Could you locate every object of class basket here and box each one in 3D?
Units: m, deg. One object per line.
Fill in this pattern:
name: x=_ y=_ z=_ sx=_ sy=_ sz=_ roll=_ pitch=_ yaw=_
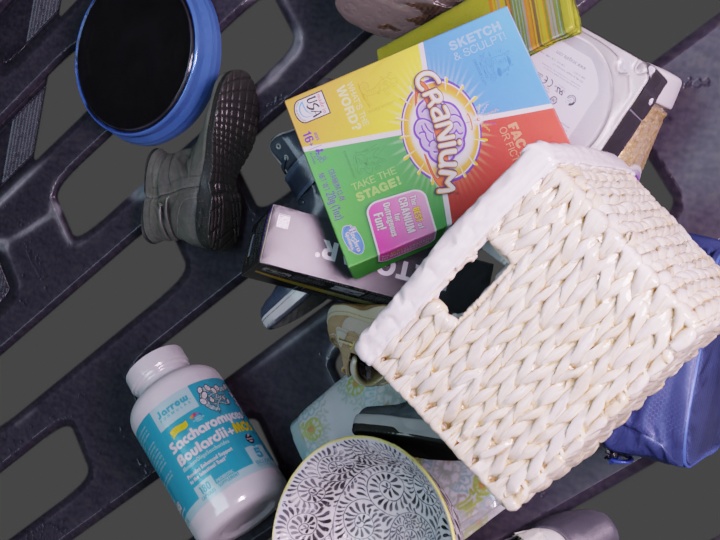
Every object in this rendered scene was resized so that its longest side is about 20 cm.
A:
basket: x=0.141 y=0.035 z=0.800 sx=0.161 sy=0.199 sz=0.199 roll=48 pitch=113 yaw=16

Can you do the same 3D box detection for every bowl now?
bowl: x=0.023 y=0.251 z=1.017 sx=0.199 sy=0.094 sz=0.204 roll=-7 pitch=78 yaw=35
bowl: x=-0.247 y=-0.245 z=1.288 sx=0.198 sy=0.039 sz=0.204 roll=-1 pitch=88 yaw=31

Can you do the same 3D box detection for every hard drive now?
hard drive: x=0.147 y=-0.111 z=0.960 sx=0.140 sy=0.038 sz=0.201 roll=41 pitch=103 yaw=35

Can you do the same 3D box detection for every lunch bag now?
lunch bag: x=0.232 y=0.065 z=0.933 sx=0.131 sy=0.135 sz=0.203 roll=12 pitch=96 yaw=31

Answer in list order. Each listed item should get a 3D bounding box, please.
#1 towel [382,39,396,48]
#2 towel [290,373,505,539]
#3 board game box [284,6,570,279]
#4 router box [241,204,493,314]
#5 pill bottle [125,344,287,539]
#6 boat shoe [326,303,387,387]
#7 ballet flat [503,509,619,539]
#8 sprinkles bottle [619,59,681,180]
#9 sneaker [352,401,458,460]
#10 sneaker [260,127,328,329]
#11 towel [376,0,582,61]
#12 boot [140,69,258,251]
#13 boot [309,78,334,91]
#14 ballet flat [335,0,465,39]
towel: x=0.106 y=-0.153 z=1.083 sx=0.151 sy=0.023 sz=0.203 roll=-23 pitch=75 yaw=27
towel: x=0.036 y=0.185 z=1.101 sx=0.171 sy=0.048 sz=0.201 roll=-40 pitch=69 yaw=21
board game box: x=0.057 y=-0.103 z=0.911 sx=0.198 sy=0.040 sz=0.155 roll=-23 pitch=75 yaw=1
router box: x=0.000 y=0.000 z=1.008 sx=0.197 sy=0.157 sz=0.053 roll=15 pitch=83 yaw=-11
pill bottle: x=-0.169 y=0.178 z=1.186 sx=0.111 sy=0.110 sz=0.201 roll=-45 pitch=68 yaw=22
boat shoe: x=0.010 y=0.071 z=1.030 sx=0.200 sy=0.073 sz=0.070 roll=167 pitch=119 yaw=-71
ballet flat: x=0.138 y=0.272 z=1.022 sx=0.199 sy=0.073 sz=0.074 roll=-27 pitch=75 yaw=27
sprinkles bottle: x=0.211 y=-0.084 z=0.990 sx=0.068 sy=0.068 sz=0.202 roll=27 pitch=103 yaw=29
sneaker: x=0.092 y=0.102 z=1.019 sx=0.197 sy=0.084 sz=0.122 roll=-1 pitch=64 yaw=20
sneaker: x=-0.059 y=-0.053 z=1.138 sx=0.202 sy=0.077 sz=0.146 roll=-46 pitch=78 yaw=11
towel: x=0.098 y=-0.200 z=0.989 sx=0.198 sy=0.018 sz=0.087 roll=-23 pitch=58 yaw=33
boot: x=-0.187 y=-0.123 z=1.236 sx=0.129 sy=0.067 sz=0.203 roll=12 pitch=93 yaw=36
boot: x=0.058 y=-0.160 z=1.066 sx=0.199 sy=0.070 sz=0.133 roll=36 pitch=101 yaw=14
ballet flat: x=0.076 y=-0.250 z=1.039 sx=0.197 sy=0.068 sz=0.047 roll=3 pitch=54 yaw=5
